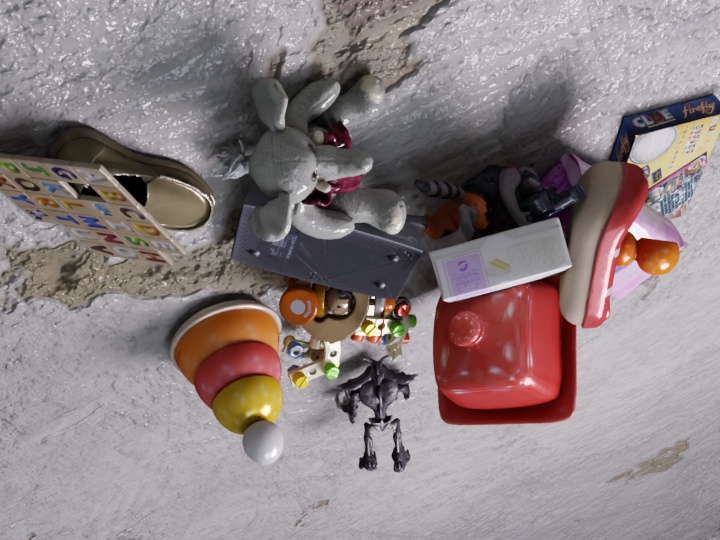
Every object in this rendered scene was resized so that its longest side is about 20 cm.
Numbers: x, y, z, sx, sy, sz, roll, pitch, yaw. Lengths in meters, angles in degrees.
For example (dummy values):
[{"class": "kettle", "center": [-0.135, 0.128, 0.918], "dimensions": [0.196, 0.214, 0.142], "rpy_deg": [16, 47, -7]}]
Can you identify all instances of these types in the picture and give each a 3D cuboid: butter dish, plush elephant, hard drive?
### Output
[{"class": "butter dish", "center": [0.160, 0.087, 1.399], "dimensions": [0.198, 0.202, 0.148], "rpy_deg": [-6, 163, 31]}, {"class": "plush elephant", "center": [-0.049, -0.106, 1.088], "dimensions": [0.198, 0.155, 0.166], "rpy_deg": [-4, 99, -4]}, {"class": "hard drive", "center": [-0.038, -0.031, 1.230], "dimensions": [0.198, 0.043, 0.135], "rpy_deg": [14, 150, -6]}]

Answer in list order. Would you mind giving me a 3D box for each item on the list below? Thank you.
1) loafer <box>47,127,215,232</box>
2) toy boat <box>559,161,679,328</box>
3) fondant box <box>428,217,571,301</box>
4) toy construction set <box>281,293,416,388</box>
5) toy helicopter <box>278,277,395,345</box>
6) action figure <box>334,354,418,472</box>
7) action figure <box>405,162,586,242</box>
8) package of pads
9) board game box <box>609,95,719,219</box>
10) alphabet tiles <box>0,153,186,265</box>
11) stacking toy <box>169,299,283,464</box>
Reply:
[{"class": "loafer", "center": [-0.224, -0.075, 1.112], "dimensions": [0.076, 0.068, 0.199], "rpy_deg": [-42, 142, 25]}, {"class": "toy boat", "center": [0.306, -0.028, 1.295], "dimensions": [0.130, 0.131, 0.201], "rpy_deg": [7, 124, 6]}, {"class": "fondant box", "center": [0.158, -0.008, 1.269], "dimensions": [0.143, 0.059, 0.200], "rpy_deg": [-15, 175, 6]}, {"class": "toy construction set", "center": [-0.002, 0.083, 1.443], "dimensions": [0.199, 0.092, 0.132], "rpy_deg": [-4, 117, -40]}, {"class": "toy helicopter", "center": [0.000, 0.000, 1.323], "dimensions": [0.132, 0.079, 0.201], "rpy_deg": [31, 106, -3]}, {"class": "action figure", "center": [0.023, 0.193, 1.607], "dimensions": [0.118, 0.102, 0.201], "rpy_deg": [-9, 117, -9]}, {"class": "action figure", "center": [0.155, -0.087, 1.288], "dimensions": [0.193, 0.105, 0.199], "rpy_deg": [-25, -179, -44]}, {"class": "package of pads", "center": [0.303, -0.053, 1.420], "dimensions": [0.199, 0.076, 0.121], "rpy_deg": [29, 122, -26]}, {"class": "board game box", "center": [0.386, -0.132, 1.452], "dimensions": [0.134, 0.035, 0.201], "rpy_deg": [-15, 145, -15]}, {"class": "alphabet tiles", "center": [-0.267, -0.056, 1.070], "dimensions": [0.166, 0.008, 0.200], "rpy_deg": [8, 157, 24]}, {"class": "stacking toy", "center": [-0.141, 0.150, 1.349], "dimensions": [0.145, 0.201, 0.147], "rpy_deg": [-16, 146, -12]}]
